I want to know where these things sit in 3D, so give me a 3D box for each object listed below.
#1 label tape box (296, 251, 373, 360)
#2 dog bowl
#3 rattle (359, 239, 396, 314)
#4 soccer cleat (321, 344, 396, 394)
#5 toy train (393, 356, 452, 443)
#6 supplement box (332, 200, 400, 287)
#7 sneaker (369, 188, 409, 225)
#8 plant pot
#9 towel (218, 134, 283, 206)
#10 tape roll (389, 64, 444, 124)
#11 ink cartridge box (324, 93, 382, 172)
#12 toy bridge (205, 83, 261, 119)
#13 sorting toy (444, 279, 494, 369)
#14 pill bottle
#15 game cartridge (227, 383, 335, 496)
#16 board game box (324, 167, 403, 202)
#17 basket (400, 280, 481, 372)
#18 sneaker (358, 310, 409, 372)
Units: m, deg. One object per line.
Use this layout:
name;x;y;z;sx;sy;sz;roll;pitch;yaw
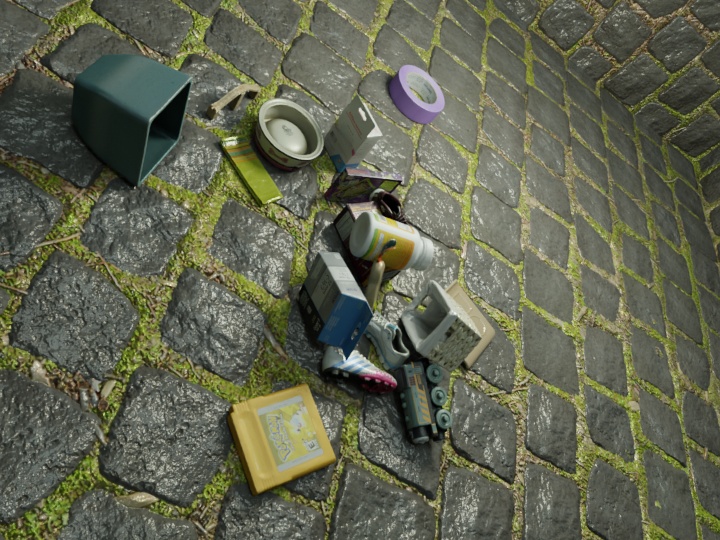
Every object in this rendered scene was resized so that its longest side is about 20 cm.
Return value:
label tape box;-0.062;0.079;1.451;0.065;0.145;0.202;5;40;-35
dog bowl;-0.198;-0.358;1.735;0.196;0.074;0.205;20;51;-26
rattle;0.000;0.000;1.520;0.140;0.203;0.131;27;48;17
soccer cleat;0.001;0.224;1.492;0.196;0.070;0.088;20;50;-26
toy train;0.145;0.309;1.537;0.111;0.085;0.206;-3;71;-24
supplement box;0.024;-0.073;1.703;0.108;0.086;0.204;-12;69;-41
sneaker;0.098;-0.130;1.756;0.075;0.115;0.202;-39;103;-10
plant pot;-0.511;-0.350;1.409;0.196;0.197;0.199;28;46;-4
towel;-0.277;-0.258;1.644;0.085;0.018;0.202;-26;79;-45
tape roll;0.195;-0.606;2.223;0.196;0.066;0.205;20;51;-25
ink cartridge box;-0.014;-0.384;1.805;0.067;0.200;0.117;-15;70;-42
toy bridge;-0.328;-0.456;1.704;0.027;0.067;0.200;45;43;0
sorting toy;0.277;0.148;1.793;0.202;0.036;0.184;55;44;0
pill bottle;0.080;-0.064;1.600;0.196;0.111;0.114;17;51;-26
game cartridge;-0.161;0.337;1.314;0.197;0.032;0.180;-8;67;-42
board game box;0.010;-0.230;1.777;0.196;0.120;0.033;-1;57;-39
basket;0.200;0.140;1.612;0.122;0.136;0.201;37;12;-20
sneaker;0.057;0.143;1.581;0.074;0.087;0.202;-28;79;-43
